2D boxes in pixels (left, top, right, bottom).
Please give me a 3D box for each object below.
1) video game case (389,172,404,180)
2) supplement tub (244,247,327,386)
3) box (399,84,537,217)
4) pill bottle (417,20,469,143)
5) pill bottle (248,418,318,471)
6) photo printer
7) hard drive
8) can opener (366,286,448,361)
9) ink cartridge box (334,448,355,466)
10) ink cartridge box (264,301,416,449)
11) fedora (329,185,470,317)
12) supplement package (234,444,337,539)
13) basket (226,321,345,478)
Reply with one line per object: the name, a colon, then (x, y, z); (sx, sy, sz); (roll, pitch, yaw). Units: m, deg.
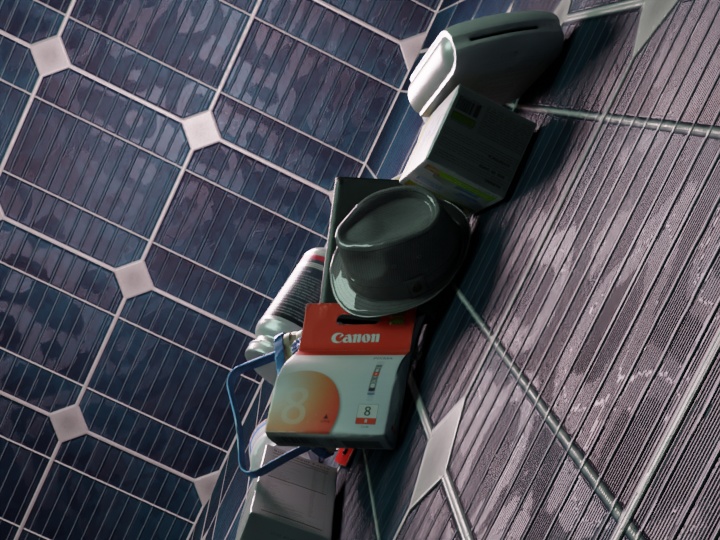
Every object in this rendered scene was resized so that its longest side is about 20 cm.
video game case: (0.038, -0.040, 1.710); (0.199, 0.023, 0.184); (-26, 56, 44)
supplement tub: (-0.073, 0.079, 1.830); (0.201, 0.140, 0.140); (-56, 3, -23)
box: (0.131, -0.146, 1.520); (0.102, 0.112, 0.200); (-65, 6, -7)
pill bottle: (0.154, -0.256, 1.759); (0.202, 0.111, 0.112); (-67, 7, -23)
pill bottle: (-0.124, 0.302, 1.935); (0.113, 0.111, 0.200); (-65, 7, -1)
photo printer: (0.163, -0.271, 1.555); (0.200, 0.165, 0.070); (133, 123, -72)
hard drive: (0.023, -0.026, 1.615); (0.033, 0.138, 0.202); (61, -145, -71)
can opener: (0.073, 0.042, 1.539); (0.201, 0.066, 0.053); (-62, 6, -18)
ink cartridge box: (-0.015, 0.173, 1.720); (0.116, 0.067, 0.202); (148, 146, -79)
ink cartridge box: (-0.021, 0.119, 1.480); (0.050, 0.160, 0.202); (53, -139, -55)
fedora: (0.038, -0.039, 1.518); (0.091, 0.198, 0.178); (60, -160, -48)
supplement package: (-0.101, 0.335, 1.586); (0.200, 0.113, 0.111); (-83, 14, -73)
basket: (-0.082, 0.166, 1.598); (0.199, 0.139, 0.177); (-29, 48, 12)
